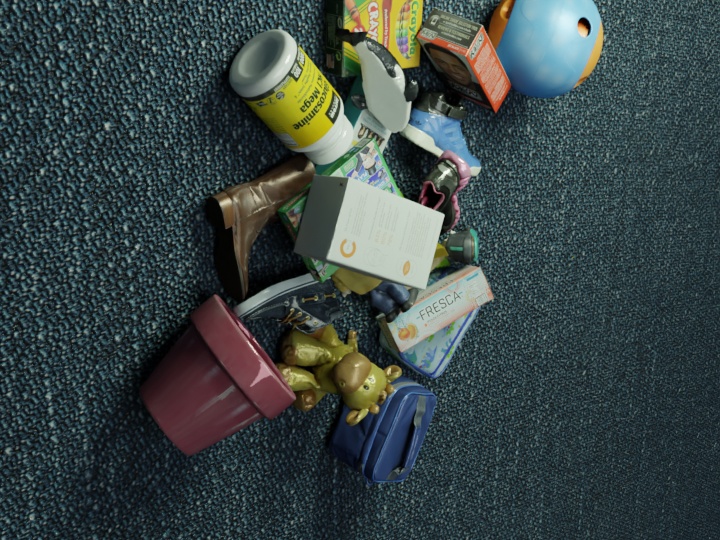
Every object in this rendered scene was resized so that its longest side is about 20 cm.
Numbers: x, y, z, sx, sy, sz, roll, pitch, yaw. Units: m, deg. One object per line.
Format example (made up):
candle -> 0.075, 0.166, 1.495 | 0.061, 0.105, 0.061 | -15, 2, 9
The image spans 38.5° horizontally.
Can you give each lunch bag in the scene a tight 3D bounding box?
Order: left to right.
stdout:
lunch bag -> 0.045, 0.289, 1.860 | 0.135, 0.131, 0.203 | 12, 99, -53
lunch bag -> 0.136, 0.089, 1.911 | 0.201, 0.082, 0.161 | -57, 138, -7

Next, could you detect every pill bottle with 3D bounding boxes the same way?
pill bottle -> -0.095, -0.249, 1.523 | 0.113, 0.112, 0.200 | -55, 135, -10

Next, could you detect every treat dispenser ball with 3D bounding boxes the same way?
treat dispenser ball -> 0.320, -0.402, 1.789 | 0.199, 0.200, 0.204 | -19, 120, -37

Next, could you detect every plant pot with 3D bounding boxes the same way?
plant pot -> -0.222, 0.169, 1.539 | 0.178, 0.200, 0.201 | -39, 132, -3

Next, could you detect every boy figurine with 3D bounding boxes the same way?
boy figurine -> 0.000, 0.000, 1.710 | 0.200, 0.124, 0.065 | 43, 38, -12

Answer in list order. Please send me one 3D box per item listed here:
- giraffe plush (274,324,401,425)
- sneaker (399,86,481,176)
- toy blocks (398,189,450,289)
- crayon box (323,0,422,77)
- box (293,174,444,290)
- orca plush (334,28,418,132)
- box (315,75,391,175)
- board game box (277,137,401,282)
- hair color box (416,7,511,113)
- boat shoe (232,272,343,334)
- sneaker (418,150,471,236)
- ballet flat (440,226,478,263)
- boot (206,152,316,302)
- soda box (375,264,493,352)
giraffe plush -> -0.030, 0.178, 1.729 | 0.199, 0.161, 0.175 | 23, 91, -45
sneaker -> 0.163, -0.246, 1.794 | 0.199, 0.077, 0.112 | 24, 100, -40
toy blocks -> 0.059, -0.032, 1.788 | 0.137, 0.100, 0.201 | -43, 135, -6
crayon box -> 0.034, -0.384, 1.633 | 0.198, 0.050, 0.129 | -18, 119, -38
box -> 0.015, -0.057, 1.579 | 0.198, 0.097, 0.126 | 18, 86, -37
orca plush -> 0.024, -0.308, 1.596 | 0.200, 0.104, 0.072 | 42, 35, -37
box -> -0.002, -0.215, 1.670 | 0.082, 0.049, 0.202 | 26, 89, -45
board game box -> -0.026, -0.096, 1.624 | 0.200, 0.029, 0.136 | -41, 122, -24
hair color box -> 0.175, -0.346, 1.712 | 0.062, 0.101, 0.200 | -59, 151, -6
boat shoe -> -0.107, 0.063, 1.641 | 0.199, 0.071, 0.092 | -21, 85, -43
sneaker -> 0.127, -0.116, 1.780 | 0.095, 0.079, 0.201 | -46, 160, -29
ballet flat -> 0.181, -0.045, 1.886 | 0.200, 0.072, 0.074 | -17, 127, -82
boot -> -0.137, -0.069, 1.603 | 0.199, 0.064, 0.189 | -30, 128, -37
soda box -> 0.130, 0.064, 1.801 | 0.198, 0.068, 0.064 | -29, 101, -13
